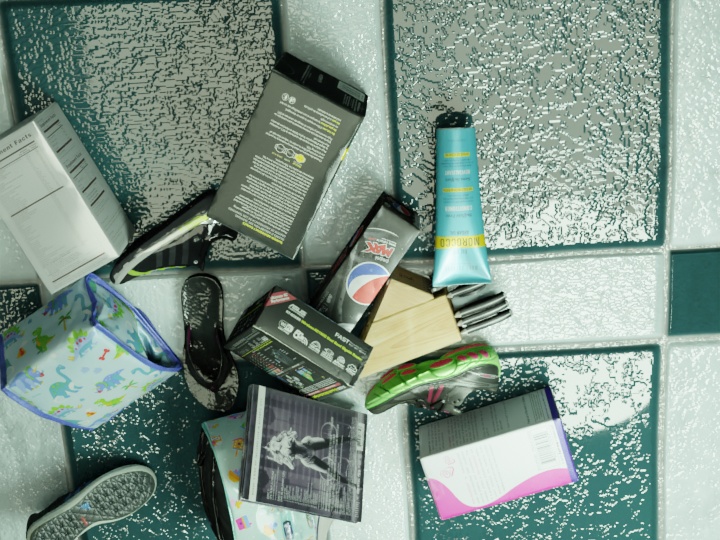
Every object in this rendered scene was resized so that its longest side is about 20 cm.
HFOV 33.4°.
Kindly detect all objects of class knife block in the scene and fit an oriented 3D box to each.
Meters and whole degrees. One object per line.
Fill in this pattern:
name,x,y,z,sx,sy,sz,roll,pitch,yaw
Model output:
knife block,0.100,0.074,1.617,0.173,0.064,0.203,22,108,-5

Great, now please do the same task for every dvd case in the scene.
dvd case,-0.073,0.245,1.595,0.198,0.151,0.016,20,155,-37

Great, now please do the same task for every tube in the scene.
tube,0.126,-0.082,1.548,0.076,0.050,0.204,-2,96,9

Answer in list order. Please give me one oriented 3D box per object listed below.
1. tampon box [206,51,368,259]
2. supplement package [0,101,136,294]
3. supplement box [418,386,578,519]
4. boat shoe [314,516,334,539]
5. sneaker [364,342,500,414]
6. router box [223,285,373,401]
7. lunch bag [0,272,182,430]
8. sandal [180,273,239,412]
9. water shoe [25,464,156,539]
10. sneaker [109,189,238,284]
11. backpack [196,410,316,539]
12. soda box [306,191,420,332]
tampon box,-0.089,-0.145,1.503,0.125,0.150,0.202,26,108,-6
supplement package,-0.396,-0.095,1.551,0.112,0.110,0.202,-26,107,10
supplement box,0.187,0.252,1.656,0.197,0.104,0.103,-17,109,6
boat shoe,-0.038,0.318,1.706,0.064,0.072,0.204,10,102,1
sneaker,0.099,0.166,1.643,0.197,0.077,0.085,-17,104,9
router box,-0.084,0.100,1.563,0.149,0.200,0.063,33,71,-9
lunch bag,-0.362,0.124,1.621,0.169,0.128,0.200,-32,134,12
sandal,-0.214,0.106,1.647,0.074,0.048,0.204,-6,108,4
water shoe,-0.390,0.328,1.720,0.198,0.079,0.072,-26,112,-17
sneaker,-0.242,-0.024,1.591,0.198,0.072,0.083,-33,106,12
backpack,-0.147,0.292,1.645,0.151,0.176,0.203,-20,107,-9
soda box,0.000,0.000,1.591,0.063,0.071,0.201,31,107,-9
